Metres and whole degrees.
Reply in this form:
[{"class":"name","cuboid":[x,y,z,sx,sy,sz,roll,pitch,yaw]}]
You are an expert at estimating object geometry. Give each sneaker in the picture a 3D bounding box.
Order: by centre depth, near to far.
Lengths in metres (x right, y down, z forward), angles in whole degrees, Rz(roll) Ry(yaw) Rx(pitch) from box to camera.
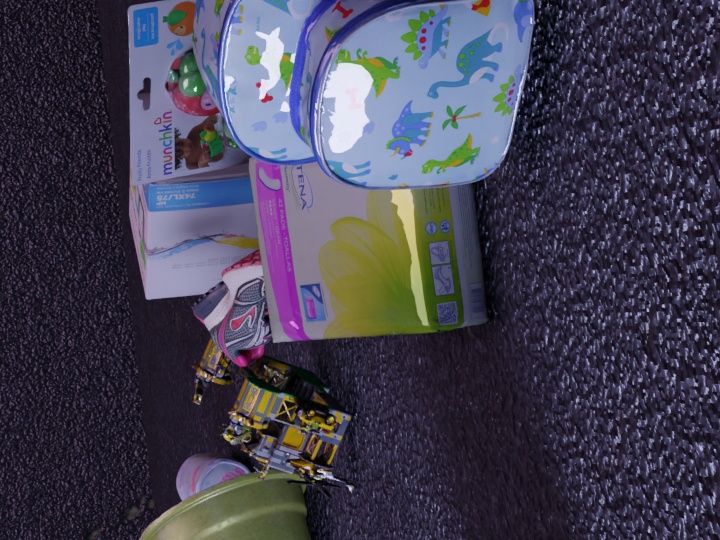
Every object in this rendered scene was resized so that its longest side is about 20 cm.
[{"class":"sneaker","cuboid":[-0.086,0.024,1.439,0.075,0.081,0.200,57,151,6]}]

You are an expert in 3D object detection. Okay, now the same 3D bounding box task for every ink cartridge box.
[{"class":"ink cartridge box","cuboid":[-0.187,-0.088,1.814,0.200,0.146,0.147,100,158,-48]}]

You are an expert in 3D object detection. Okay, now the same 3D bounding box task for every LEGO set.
[{"class":"LEGO set","cuboid":[-0.100,0.158,1.572,0.200,0.154,0.116,33,101,57]}]

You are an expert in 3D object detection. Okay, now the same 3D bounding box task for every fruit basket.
[{"class":"fruit basket","cuboid":[-0.106,-0.164,1.383,0.094,0.200,0.185,48,144,41]}]

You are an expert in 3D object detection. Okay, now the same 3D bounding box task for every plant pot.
[{"class":"plant pot","cuboid":[-0.116,0.343,1.703,0.184,0.200,0.200,63,158,24]}]

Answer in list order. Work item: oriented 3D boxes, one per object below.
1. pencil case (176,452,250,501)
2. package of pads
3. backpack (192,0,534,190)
[{"class":"pencil case","cuboid":[-0.200,0.299,2.153,0.200,0.083,0.091,161,104,-74]},{"class":"package of pads","cuboid":[0.003,-0.029,1.156,0.200,0.068,0.155,-6,92,50]},{"class":"backpack","cuboid":[0.004,-0.143,0.966,0.147,0.200,0.183,-112,22,-46]}]
